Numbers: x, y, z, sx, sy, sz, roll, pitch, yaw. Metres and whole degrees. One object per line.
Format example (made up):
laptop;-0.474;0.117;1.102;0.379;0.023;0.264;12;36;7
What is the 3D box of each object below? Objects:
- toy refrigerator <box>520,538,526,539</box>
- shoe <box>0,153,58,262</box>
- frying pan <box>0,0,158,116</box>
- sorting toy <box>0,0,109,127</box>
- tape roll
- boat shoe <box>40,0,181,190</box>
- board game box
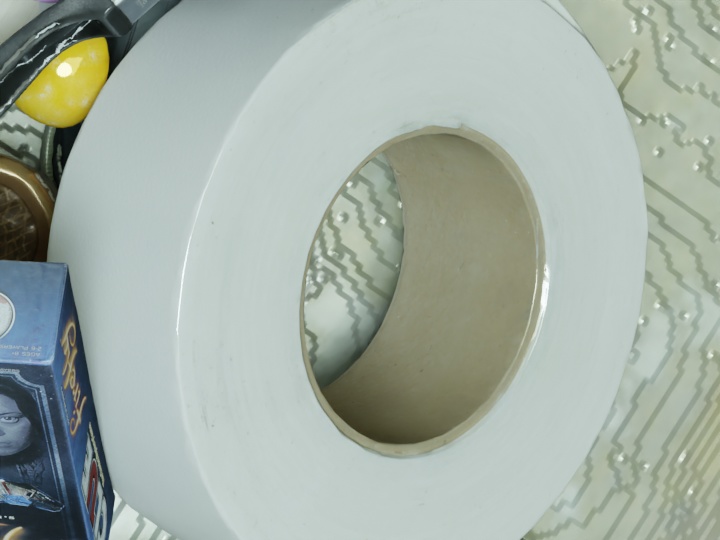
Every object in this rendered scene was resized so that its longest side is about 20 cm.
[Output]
toy refrigerator;-0.041;0.142;0.919;0.199;0.070;0.076;-11;94;-14
shoe;-0.186;0.015;0.880;0.200;0.053;0.070;-22;109;4
frying pan;-0.059;-0.104;0.779;0.190;0.115;0.031;-38;59;-24
sorting toy;-0.143;-0.111;0.774;0.107;0.180;0.200;39;117;23
tape roll;0.000;0.000;0.870;0.202;0.071;0.203;-11;107;-39
boat shoe;-0.056;-0.107;0.893;0.074;0.066;0.200;21;90;-14
board game box;-0.178;0.042;0.798;0.199;0.136;0.035;3;57;4
